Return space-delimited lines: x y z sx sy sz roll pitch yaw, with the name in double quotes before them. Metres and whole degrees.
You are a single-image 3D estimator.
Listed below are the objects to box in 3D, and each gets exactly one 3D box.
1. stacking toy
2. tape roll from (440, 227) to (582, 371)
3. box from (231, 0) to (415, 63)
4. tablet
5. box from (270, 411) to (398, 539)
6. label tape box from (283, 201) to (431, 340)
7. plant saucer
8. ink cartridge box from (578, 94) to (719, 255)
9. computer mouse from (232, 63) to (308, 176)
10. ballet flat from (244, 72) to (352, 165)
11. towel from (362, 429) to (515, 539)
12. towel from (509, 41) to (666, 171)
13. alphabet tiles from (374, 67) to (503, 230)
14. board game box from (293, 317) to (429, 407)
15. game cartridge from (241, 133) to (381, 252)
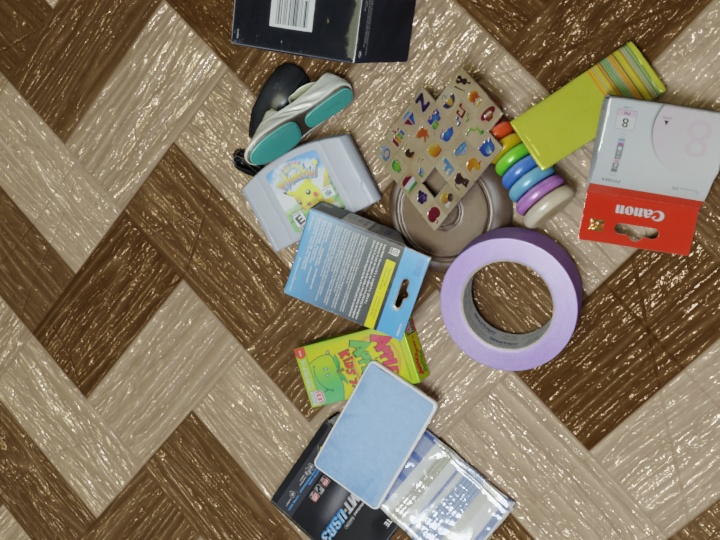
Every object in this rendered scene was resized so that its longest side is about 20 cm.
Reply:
"stacking toy" 0.216 -0.161 1.466 0.085 0.085 0.200 -42 76 25
"tape roll" 0.219 0.042 1.488 0.199 0.066 0.201 6 109 18
"box" -0.048 -0.370 1.479 0.199 0.198 0.124 14 107 22
"tablet" 0.023 0.256 1.594 0.130 0.014 0.201 33 102 18
"box" -0.022 0.371 1.688 0.198 0.050 0.200 40 114 14
"label tape box" 0.000 0.000 1.567 0.199 0.063 0.145 22 108 10
"plant saucer" 0.130 -0.091 1.542 0.199 0.032 0.201 4 100 24
"ink cartridge box" 0.392 -0.125 1.379 0.162 0.057 0.201 9 99 3
"computer mouse" -0.124 -0.218 1.627 0.140 0.046 0.200 36 112 15
"ballet flat" -0.104 -0.236 1.574 0.200 0.069 0.070 -36 82 -8
"towel" 0.121 0.356 1.598 0.200 0.024 0.147 39 84 13
"towel" 0.312 -0.225 1.407 0.200 0.018 0.086 -33 81 7
"alphabet tiles" 0.119 -0.187 1.494 0.200 0.008 0.167 -51 60 30
"board game box" 0.000 0.146 1.635 0.199 0.048 0.102 -17 92 26
"game cartridge" -0.082 -0.128 1.607 0.199 0.040 0.134 -26 95 19
